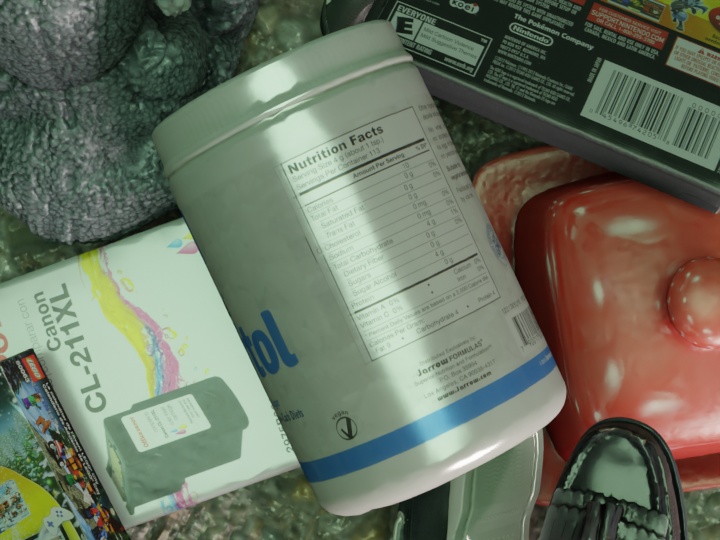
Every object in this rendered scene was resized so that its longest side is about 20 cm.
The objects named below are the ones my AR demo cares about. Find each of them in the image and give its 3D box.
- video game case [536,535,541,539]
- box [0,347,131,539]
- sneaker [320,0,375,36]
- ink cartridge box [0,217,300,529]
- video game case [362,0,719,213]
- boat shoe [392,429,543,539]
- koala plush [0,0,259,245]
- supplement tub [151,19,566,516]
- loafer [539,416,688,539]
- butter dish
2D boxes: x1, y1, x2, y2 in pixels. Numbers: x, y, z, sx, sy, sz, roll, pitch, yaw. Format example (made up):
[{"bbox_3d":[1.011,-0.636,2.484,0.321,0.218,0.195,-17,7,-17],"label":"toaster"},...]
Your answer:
[{"bbox_3d":[0.104,0.251,0.810,0.182,0.023,0.200,45,101,14],"label":"video game case"},{"bbox_3d":[-0.221,0.143,0.823,0.200,0.038,0.137,-26,90,19],"label":"box"},{"bbox_3d":[0.077,-0.148,0.872,0.199,0.075,0.085,-17,63,0],"label":"sneaker"},{"bbox_3d":[-0.099,0.053,0.871,0.199,0.083,0.146,-20,88,-1],"label":"ink cartridge box"},{"bbox_3d":[0.123,-0.145,0.829,0.199,0.026,0.181,23,69,7],"label":"video game case"},{"bbox_3d":[0.051,0.155,0.875,0.075,0.060,0.201,4,104,-36],"label":"boat shoe"},{"bbox_3d":[-0.143,-0.127,0.802,0.177,0.200,0.184,2,68,0],"label":"koala plush"},{"bbox_3d":[0.000,0.000,0.760,0.132,0.132,0.200,-26,90,-1],"label":"supplement tub"},{"bbox_3d":[0.110,0.170,0.766,0.072,0.063,0.201,11,92,19],"label":"loafer"},{"bbox_3d":[0.168,0.019,0.838,0.199,0.148,0.200,-8,88,0],"label":"butter dish"}]
